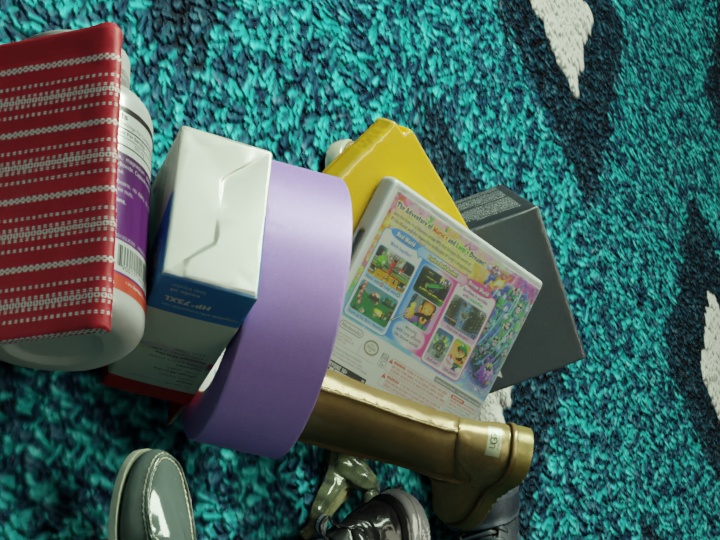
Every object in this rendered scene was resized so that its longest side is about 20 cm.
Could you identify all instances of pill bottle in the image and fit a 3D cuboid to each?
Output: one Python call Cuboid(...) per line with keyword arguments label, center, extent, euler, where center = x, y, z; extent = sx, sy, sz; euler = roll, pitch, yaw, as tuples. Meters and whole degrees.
Cuboid(label="pill bottle", center=(-0.188, -0.046, 1.112), extent=(0.112, 0.111, 0.202), euler=(37, 45, -52))

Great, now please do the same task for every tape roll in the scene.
Cuboid(label="tape roll", center=(-0.068, 0.026, 1.228), extent=(0.065, 0.200, 0.202), euler=(14, 56, -16))

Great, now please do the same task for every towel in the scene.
Cuboid(label="towel", center=(-0.208, -0.049, 1.043), extent=(0.023, 0.143, 0.202), euler=(51, 34, -62))

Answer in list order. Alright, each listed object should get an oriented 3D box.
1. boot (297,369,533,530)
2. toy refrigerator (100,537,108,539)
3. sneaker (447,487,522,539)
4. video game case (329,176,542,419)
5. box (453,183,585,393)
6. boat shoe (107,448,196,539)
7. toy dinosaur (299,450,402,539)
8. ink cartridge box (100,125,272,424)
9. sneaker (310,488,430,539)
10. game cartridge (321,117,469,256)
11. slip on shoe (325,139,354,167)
Cuboid(label="boot", center=(0.019, 0.136, 1.394), extent=(0.198, 0.175, 0.067), euler=(16, 59, -10))
Cuboid(label="toy refrigerator", center=(-0.172, 0.220, 1.063), extent=(0.200, 0.069, 0.077), euler=(-19, 94, -65))
Cuboid(label="sneaker", center=(0.102, 0.244, 1.574), extent=(0.202, 0.076, 0.148), euler=(-54, 137, -69))
Cuboid(label="video game case", center=(0.047, 0.048, 1.452), extent=(0.199, 0.024, 0.184), euler=(32, 82, -38))
Cuboid(label="box", center=(0.122, 0.014, 1.627), extent=(0.200, 0.103, 0.150), euler=(-122, -167, -79))
Cuboid(label="boat shoe", center=(-0.106, 0.197, 1.060), extent=(0.073, 0.061, 0.202), euler=(32, 43, -49))
Cuboid(label="toy dinosaur", center=(-0.001, 0.176, 1.456), extent=(0.088, 0.047, 0.201), euler=(48, 36, -21))
Cuboid(label="ink cartridge box", center=(-0.125, 0.010, 1.191), extent=(0.066, 0.200, 0.117), euler=(14, 56, -16))
Cuboid(label="sneaker", center=(-0.007, 0.274, 1.370), extent=(0.113, 0.075, 0.203), euler=(-5, 101, -40))
Cuboid(label="game cartridge", center=(0.000, 0.000, 1.437), extent=(0.200, 0.032, 0.177), euler=(-46, 126, -20))
Cuboid(label="slip on shoe", center=(0.024, -0.024, 1.586), extent=(0.076, 0.060, 0.202), euler=(-24, 99, -64))
